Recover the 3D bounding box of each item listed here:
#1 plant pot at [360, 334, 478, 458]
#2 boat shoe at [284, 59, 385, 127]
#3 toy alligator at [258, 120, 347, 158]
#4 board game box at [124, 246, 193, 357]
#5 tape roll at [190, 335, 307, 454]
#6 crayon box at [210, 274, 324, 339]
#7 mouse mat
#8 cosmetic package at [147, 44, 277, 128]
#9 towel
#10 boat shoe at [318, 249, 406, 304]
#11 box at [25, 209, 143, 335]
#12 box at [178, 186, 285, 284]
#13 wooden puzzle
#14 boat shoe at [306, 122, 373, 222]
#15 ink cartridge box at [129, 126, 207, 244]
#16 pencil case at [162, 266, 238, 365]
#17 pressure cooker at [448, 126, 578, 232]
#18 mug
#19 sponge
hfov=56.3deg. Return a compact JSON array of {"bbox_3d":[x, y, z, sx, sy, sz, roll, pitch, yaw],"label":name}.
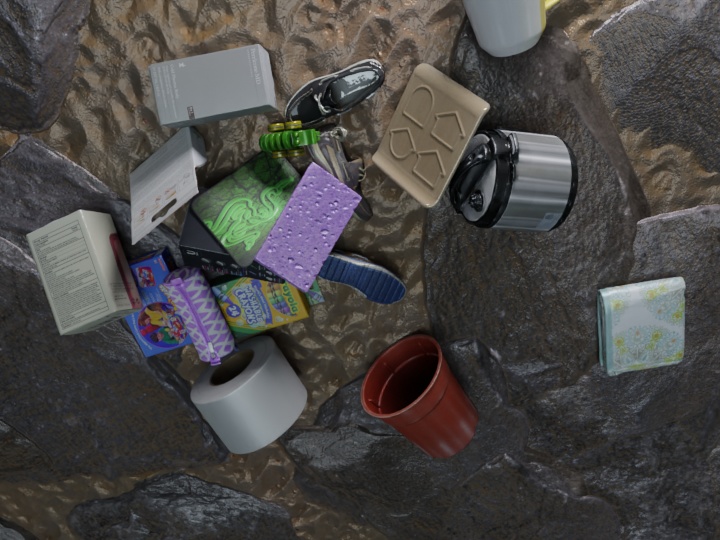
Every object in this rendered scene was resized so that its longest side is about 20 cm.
[{"bbox_3d":[0.135,0.274,1.398,0.199,0.202,0.196,-34,119,15],"label":"plant pot"},{"bbox_3d":[-0.047,-0.309,1.195,0.197,0.061,0.075,-21,115,10],"label":"boat shoe"},{"bbox_3d":[-0.117,-0.231,1.186,0.198,0.054,0.060,2,106,35],"label":"toy alligator"},{"bbox_3d":[-0.418,0.067,1.378,0.132,0.045,0.202,-16,113,8],"label":"board game box"},{"bbox_3d":[-0.226,0.250,1.375,0.201,0.203,0.140,-26,113,12],"label":"tape roll"},{"bbox_3d":[-0.186,0.049,1.365,0.197,0.052,0.127,-18,113,8],"label":"crayon box"},{"bbox_3d":[-0.186,-0.119,1.221,0.199,0.008,0.161,-40,81,-17],"label":"mouse mat"},{"bbox_3d":[-0.252,-0.317,1.170,0.197,0.090,0.109,-11,96,8],"label":"cosmetic package"},{"bbox_3d":[0.580,0.117,1.394,0.168,0.048,0.203,-11,114,2],"label":"towel"},{"bbox_3d":[0.000,0.000,1.329,0.198,0.073,0.073,24,112,-16],"label":"boat shoe"},{"bbox_3d":[-0.519,0.004,1.275,0.126,0.109,0.203,-21,86,10],"label":"box"},{"bbox_3d":[-0.225,-0.063,1.257,0.197,0.124,0.106,10,159,-4],"label":"box"},{"bbox_3d":[0.123,-0.236,1.186,0.046,0.185,0.202,7,120,-46],"label":"wooden puzzle"},{"bbox_3d":[-0.025,-0.181,1.247,0.073,0.075,0.201,-29,112,13],"label":"boat shoe"},{"bbox_3d":[-0.340,-0.146,1.199,0.160,0.202,0.050,-35,138,16],"label":"ink cartridge box"},{"bbox_3d":[-0.318,0.088,1.329,0.083,0.086,0.202,-17,112,12],"label":"pencil case"},{"bbox_3d":[0.257,-0.159,1.181,0.197,0.179,0.179,2,107,-16],"label":"pressure cooker"},{"bbox_3d":[0.253,-0.443,1.092,0.184,0.150,0.155,-13,122,14],"label":"mug"},{"bbox_3d":[-0.092,-0.076,1.194,0.111,0.030,0.202,32,81,-12],"label":"sponge"}]
